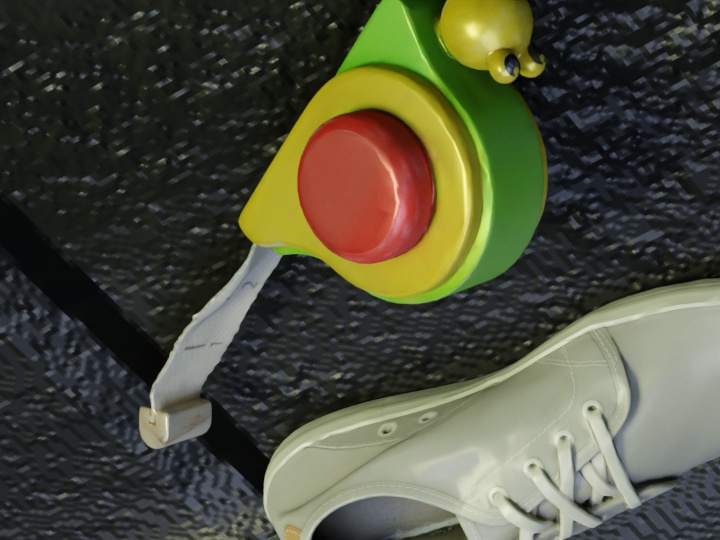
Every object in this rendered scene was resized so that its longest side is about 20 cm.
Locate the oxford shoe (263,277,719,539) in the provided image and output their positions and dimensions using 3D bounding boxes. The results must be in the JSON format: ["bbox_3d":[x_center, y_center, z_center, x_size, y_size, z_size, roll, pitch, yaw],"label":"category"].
[{"bbox_3d":[0.063,0.059,0.840,0.199,0.058,0.075,-20,128,13],"label":"oxford shoe"}]

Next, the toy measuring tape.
[{"bbox_3d":[0.000,0.000,0.769,0.073,0.074,0.200,20,126,-19],"label":"toy measuring tape"}]
